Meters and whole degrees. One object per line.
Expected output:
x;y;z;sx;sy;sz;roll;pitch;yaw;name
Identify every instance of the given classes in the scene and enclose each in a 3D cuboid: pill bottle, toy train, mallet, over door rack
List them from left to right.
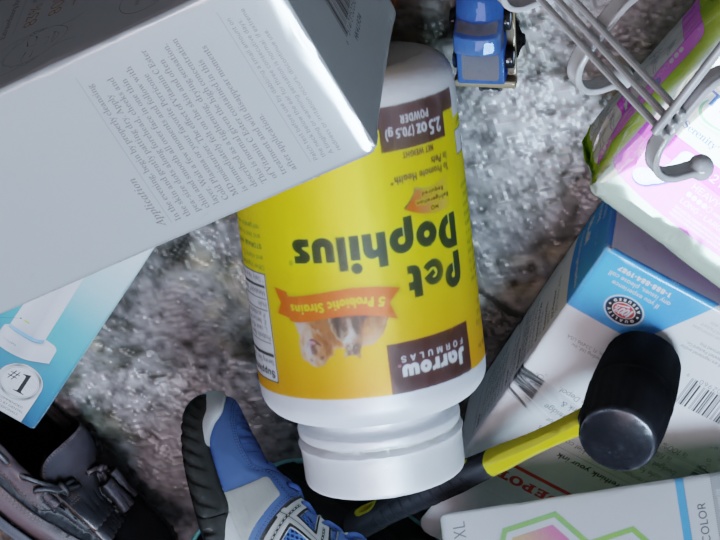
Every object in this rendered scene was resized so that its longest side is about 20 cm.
0.000;0.000;1.276;0.108;0.109;0.201;-4;105;13;pill bottle
0.054;-0.164;1.223;0.034;0.046;0.201;1;124;10;toy train
0.072;0.084;1.318;0.199;0.066;0.041;-24;114;41;mallet
0.150;-0.157;1.147;0.066;0.148;0.201;6;123;-39;over door rack

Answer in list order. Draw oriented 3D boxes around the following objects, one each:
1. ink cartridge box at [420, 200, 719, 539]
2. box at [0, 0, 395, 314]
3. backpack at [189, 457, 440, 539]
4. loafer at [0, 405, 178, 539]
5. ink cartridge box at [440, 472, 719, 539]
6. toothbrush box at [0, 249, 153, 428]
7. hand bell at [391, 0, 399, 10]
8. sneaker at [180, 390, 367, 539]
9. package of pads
0.124;0.068;1.354;0.116;0.068;0.200;28;124;-7;ink cartridge box
-0.096;-0.081;1.162;0.199;0.125;0.098;-22;119;19;box
-0.018;0.206;1.411;0.200;0.176;0.153;41;153;-4;backpack
-0.174;0.094;1.430;0.199;0.072;0.063;35;119;-10;loafer
0.092;0.166;1.302;0.199;0.105;0.059;-9;159;7;ink cartridge box
-0.168;-0.045;1.321;0.146;0.085;0.200;29;124;-9;toothbrush box
-0.003;-0.183;1.214;0.103;0.105;0.201;1;137;10;hand bell
-0.030;0.144;1.309;0.077;0.201;0.076;-23;158;-5;sneaker
0.212;-0.078;1.224;0.154;0.068;0.200;36;111;-15;package of pads
